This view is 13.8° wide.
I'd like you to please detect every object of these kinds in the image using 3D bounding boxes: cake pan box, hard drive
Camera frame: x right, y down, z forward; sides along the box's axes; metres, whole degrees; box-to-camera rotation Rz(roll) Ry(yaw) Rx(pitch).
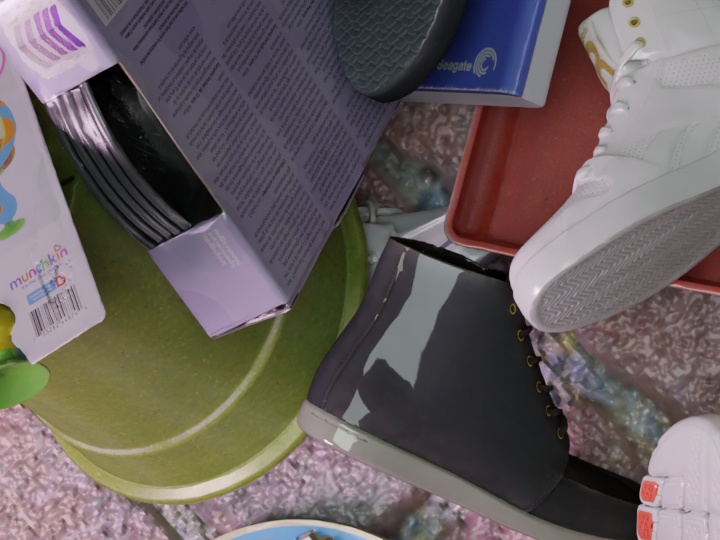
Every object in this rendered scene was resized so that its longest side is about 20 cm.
[{"bbox_3d":[-0.070,-0.093,1.322,0.052,0.200,0.184,-26,112,30],"label":"cake pan box"},{"bbox_3d":[0.064,-0.179,1.414,0.132,0.025,0.201,7,81,54],"label":"hard drive"}]

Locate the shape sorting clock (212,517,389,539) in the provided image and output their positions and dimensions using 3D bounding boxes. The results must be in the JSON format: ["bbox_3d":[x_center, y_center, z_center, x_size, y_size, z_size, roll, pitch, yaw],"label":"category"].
[{"bbox_3d":[-0.028,0.223,1.479,0.199,0.039,0.201,0,90,10],"label":"shape sorting clock"}]

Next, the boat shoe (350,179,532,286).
[{"bbox_3d":[0.000,0.000,1.456,0.200,0.074,0.066,-34,89,8],"label":"boat shoe"}]

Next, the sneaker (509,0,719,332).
[{"bbox_3d":[0.123,-0.061,1.354,0.200,0.074,0.116,-33,64,-21],"label":"sneaker"}]

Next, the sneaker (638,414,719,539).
[{"bbox_3d":[0.188,0.152,1.403,0.082,0.077,0.201,-21,115,-25],"label":"sneaker"}]

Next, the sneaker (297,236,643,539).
[{"bbox_3d":[0.077,0.063,1.405,0.199,0.075,0.107,23,95,-27],"label":"sneaker"}]

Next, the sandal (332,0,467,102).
[{"bbox_3d":[0.035,-0.165,1.398,0.076,0.043,0.201,-19,51,40],"label":"sandal"}]

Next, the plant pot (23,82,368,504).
[{"bbox_3d":[-0.127,-0.007,1.386,0.199,0.190,0.201,-9,71,28],"label":"plant pot"}]

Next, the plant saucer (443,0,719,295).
[{"bbox_3d":[0.158,-0.076,1.413,0.199,0.037,0.201,11,66,10],"label":"plant saucer"}]

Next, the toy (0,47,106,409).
[{"bbox_3d":[-0.171,-0.027,1.276,0.115,0.047,0.201,-32,55,18],"label":"toy"}]
